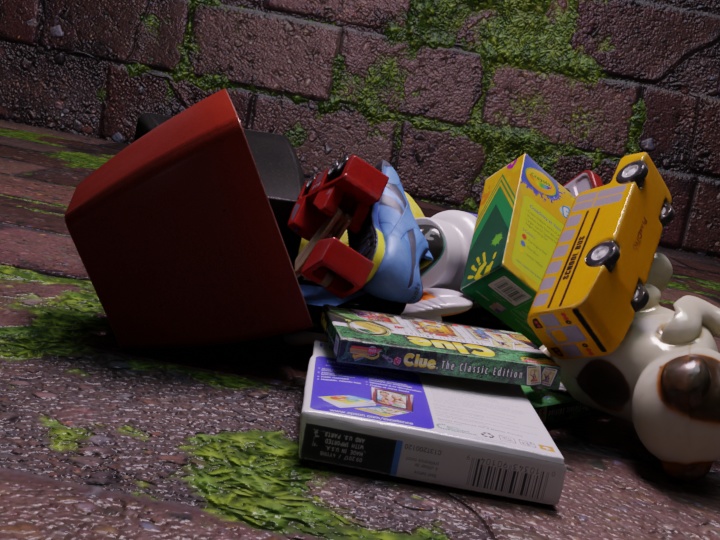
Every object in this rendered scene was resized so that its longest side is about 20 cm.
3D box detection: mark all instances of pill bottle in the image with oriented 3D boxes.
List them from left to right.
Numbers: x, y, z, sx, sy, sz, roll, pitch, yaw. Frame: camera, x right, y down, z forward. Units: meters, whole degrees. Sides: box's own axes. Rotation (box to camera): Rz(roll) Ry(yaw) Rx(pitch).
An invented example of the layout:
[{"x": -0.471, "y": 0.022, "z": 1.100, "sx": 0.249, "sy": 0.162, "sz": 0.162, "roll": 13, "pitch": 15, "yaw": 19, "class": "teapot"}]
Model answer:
[{"x": 0.130, "y": -0.012, "z": 1.096, "sx": 0.111, "sy": 0.114, "sz": 0.198, "roll": 19, "pitch": 8, "yaw": 41, "class": "pill bottle"}]

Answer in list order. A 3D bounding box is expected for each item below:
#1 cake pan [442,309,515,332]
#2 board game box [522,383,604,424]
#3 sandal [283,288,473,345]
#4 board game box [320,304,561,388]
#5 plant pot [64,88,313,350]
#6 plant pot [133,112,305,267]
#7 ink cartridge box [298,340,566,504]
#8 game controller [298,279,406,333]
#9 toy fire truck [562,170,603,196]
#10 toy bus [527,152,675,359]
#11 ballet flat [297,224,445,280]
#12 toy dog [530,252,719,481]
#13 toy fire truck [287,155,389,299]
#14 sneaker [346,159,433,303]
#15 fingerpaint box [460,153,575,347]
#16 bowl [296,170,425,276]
[{"x": 0.158, "y": 0.078, "z": 1.104, "sx": 0.197, "sy": 0.037, "sz": 0.200, "roll": 11, "pitch": 10, "yaw": -2, "class": "cake pan"}, {"x": 0.179, "y": 0.121, "z": 0.921, "sx": 0.198, "sy": 0.024, "sz": 0.104, "roll": 2, "pitch": 16, "yaw": -45, "class": "board game box"}, {"x": 0.021, "y": 0.067, "z": 0.978, "sx": 0.203, "sy": 0.060, "sz": 0.079, "roll": -12, "pitch": 13, "yaw": -2, "class": "sandal"}, {"x": 0.068, "y": 0.067, "z": 0.809, "sx": 0.197, "sy": 0.024, "sz": 0.105, "roll": 9, "pitch": 14, "yaw": -14, "class": "board game box"}, {"x": -0.169, "y": -0.037, "z": 0.872, "sx": 0.174, "sy": 0.203, "sz": 0.200, "roll": -20, "pitch": 21, "yaw": -4, "class": "plant pot"}, {"x": -0.165, "y": -0.053, "z": 1.077, "sx": 0.197, "sy": 0.203, "sz": 0.177, "roll": 6, "pitch": 20, "yaw": -27, "class": "plant pot"}, {"x": 0.050, "y": 0.116, "z": 0.745, "sx": 0.195, "sy": 0.044, "sz": 0.200, "roll": 10, "pitch": 11, "yaw": -2, "class": "ink cartridge box"}, {"x": -0.048, "y": 0.033, "z": 0.946, "sx": 0.198, "sy": 0.043, "sz": 0.104, "roll": 6, "pitch": 26, "yaw": 39, "class": "game controller"}, {"x": 0.280, "y": -0.028, "z": 1.315, "sx": 0.111, "sy": 0.170, "sz": 0.199, "roll": 20, "pitch": -41, "yaw": -34, "class": "toy fire truck"}, {"x": 0.224, "y": -0.017, "z": 0.838, "sx": 0.078, "sy": 0.201, "sz": 0.065, "roll": -14, "pitch": -54, "yaw": 45, "class": "toy bus"}, {"x": 0.000, "y": 0.000, "z": 1.009, "sx": 0.198, "sy": 0.069, "sz": 0.068, "roll": -28, "pitch": -32, "yaw": 34, "class": "ballet flat"}, {"x": 0.263, "y": 0.089, "z": 0.815, "sx": 0.191, "sy": 0.142, "sz": 0.200, "roll": -6, "pitch": 24, "yaw": -15, "class": "toy dog"}, {"x": -0.032, "y": -0.040, "z": 0.915, "sx": 0.048, "sy": 0.143, "sz": 0.199, "roll": 30, "pitch": -18, "yaw": -18, "class": "toy fire truck"}, {"x": 0.032, "y": -0.037, "z": 0.943, "sx": 0.078, "sy": 0.066, "sz": 0.201, "roll": 26, "pitch": 33, "yaw": -18, "class": "sneaker"}, {"x": 0.217, "y": -0.001, "z": 1.029, "sx": 0.199, "sy": 0.169, "sz": 0.073, "roll": 35, "pitch": -40, "yaw": -21, "class": "fingerpaint box"}, {"x": -0.018, "y": -0.064, "z": 1.147, "sx": 0.197, "sy": 0.109, "sz": 0.201, "roll": -13, "pitch": 33, "yaw": 9, "class": "bowl"}]
